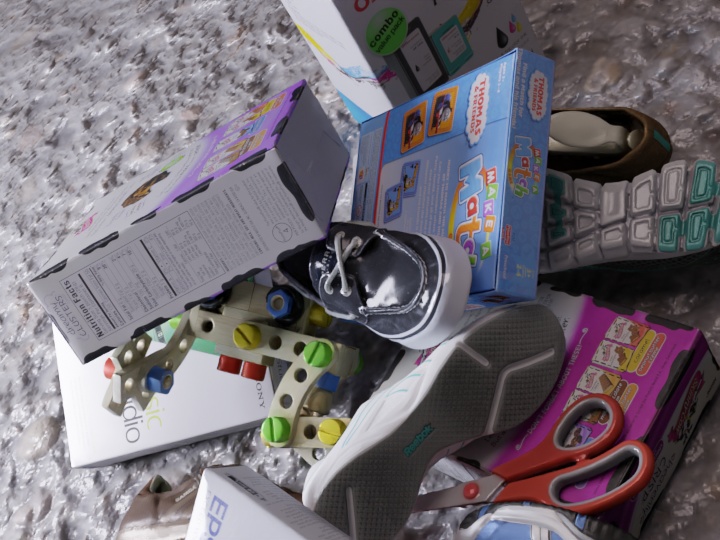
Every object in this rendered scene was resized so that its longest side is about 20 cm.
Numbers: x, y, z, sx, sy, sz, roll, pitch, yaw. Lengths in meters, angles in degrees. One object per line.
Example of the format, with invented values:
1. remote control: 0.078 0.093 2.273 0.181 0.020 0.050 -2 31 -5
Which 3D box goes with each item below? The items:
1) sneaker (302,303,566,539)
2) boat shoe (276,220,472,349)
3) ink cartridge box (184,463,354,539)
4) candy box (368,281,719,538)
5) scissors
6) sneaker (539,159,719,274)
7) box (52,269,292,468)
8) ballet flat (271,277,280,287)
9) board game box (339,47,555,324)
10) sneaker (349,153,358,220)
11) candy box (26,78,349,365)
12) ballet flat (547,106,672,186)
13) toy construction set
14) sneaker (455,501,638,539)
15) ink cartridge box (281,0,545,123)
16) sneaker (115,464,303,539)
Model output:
1. sneaker: 0.039 0.086 0.721 0.199 0.071 0.080 -38 16 -9
2. boat shoe: 0.000 0.000 0.753 0.199 0.067 0.073 21 95 64
3. ink cartridge box: -0.039 0.242 0.648 0.198 0.040 0.203 24 103 37
4. candy box: 0.115 0.082 0.765 0.198 0.061 0.137 19 68 42
5. scissors: 0.078 0.135 0.694 0.198 0.014 0.074 -27 46 15
6. sneaker: 0.166 -0.024 0.805 0.197 0.091 0.079 2 74 26
7. box: -0.154 0.067 0.932 0.197 0.036 0.147 -17 77 20
8. ballet flat: -0.143 0.018 0.998 0.197 0.069 0.068 -10 38 25
9. board game box: 0.053 -0.047 0.788 0.199 0.036 0.154 -14 67 61
10. sneaker: 0.080 -0.036 0.900 0.197 0.074 0.118 -3 66 26
11. candy box: -0.114 -0.038 0.820 0.198 0.072 0.168 -27 18 16
12. ballet flat: 0.119 -0.090 0.824 0.196 0.072 0.069 3 77 21
13. toy construction set: -0.083 0.072 0.838 0.196 0.092 0.134 13 87 9
14. sneaker: 0.136 0.186 0.629 0.197 0.076 0.078 18 70 27
15. ink cartridge box: 0.037 -0.219 0.983 0.146 0.201 0.146 -41 42 -5
16. sneaker: -0.089 0.166 0.823 0.197 0.071 0.076 -11 47 26
